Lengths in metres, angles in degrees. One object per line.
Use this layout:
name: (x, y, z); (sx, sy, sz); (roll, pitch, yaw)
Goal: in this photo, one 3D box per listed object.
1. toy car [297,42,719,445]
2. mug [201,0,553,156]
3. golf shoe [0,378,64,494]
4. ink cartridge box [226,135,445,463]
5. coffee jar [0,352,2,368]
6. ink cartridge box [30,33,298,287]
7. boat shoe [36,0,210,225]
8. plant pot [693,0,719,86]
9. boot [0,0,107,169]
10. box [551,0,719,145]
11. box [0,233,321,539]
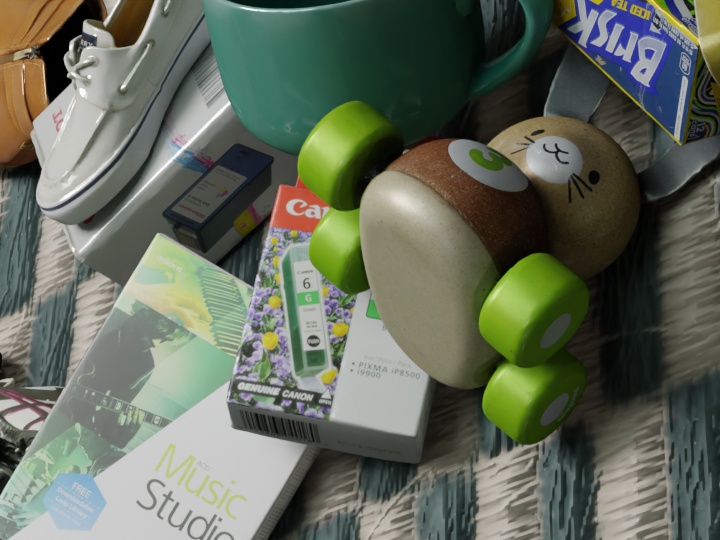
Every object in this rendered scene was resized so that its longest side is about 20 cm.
toy car: (0.095, -0.042, 1.470); (0.200, 0.158, 0.164); (-40, 64, -20)
mug: (0.003, -0.125, 1.555); (0.152, 0.115, 0.185); (-28, 34, -25)
golf shoe: (-0.177, 0.106, 1.693); (0.200, 0.077, 0.088); (14, 39, 31)
ink cartridge box: (0.000, 0.000, 1.560); (0.109, 0.050, 0.200); (10, 68, 7)
coffee jar: (-0.296, 0.121, 1.784); (0.085, 0.104, 0.200); (-11, 58, 38)
ink cartridge box: (-0.100, -0.097, 1.742); (0.200, 0.087, 0.145); (-42, 41, 16)
boat shoe: (-0.147, -0.124, 1.684); (0.200, 0.070, 0.071); (-56, 39, 0)
plant pot: (0.272, -0.150, 1.327); (0.176, 0.200, 0.200); (-18, 52, 22)
boot: (-0.221, -0.170, 1.891); (0.155, 0.077, 0.200); (-21, 54, 59)
box: (0.148, -0.152, 1.502); (0.200, 0.064, 0.070); (50, 147, 43)
box: (-0.104, 0.099, 1.596); (0.144, 0.036, 0.200); (30, 86, 14)
